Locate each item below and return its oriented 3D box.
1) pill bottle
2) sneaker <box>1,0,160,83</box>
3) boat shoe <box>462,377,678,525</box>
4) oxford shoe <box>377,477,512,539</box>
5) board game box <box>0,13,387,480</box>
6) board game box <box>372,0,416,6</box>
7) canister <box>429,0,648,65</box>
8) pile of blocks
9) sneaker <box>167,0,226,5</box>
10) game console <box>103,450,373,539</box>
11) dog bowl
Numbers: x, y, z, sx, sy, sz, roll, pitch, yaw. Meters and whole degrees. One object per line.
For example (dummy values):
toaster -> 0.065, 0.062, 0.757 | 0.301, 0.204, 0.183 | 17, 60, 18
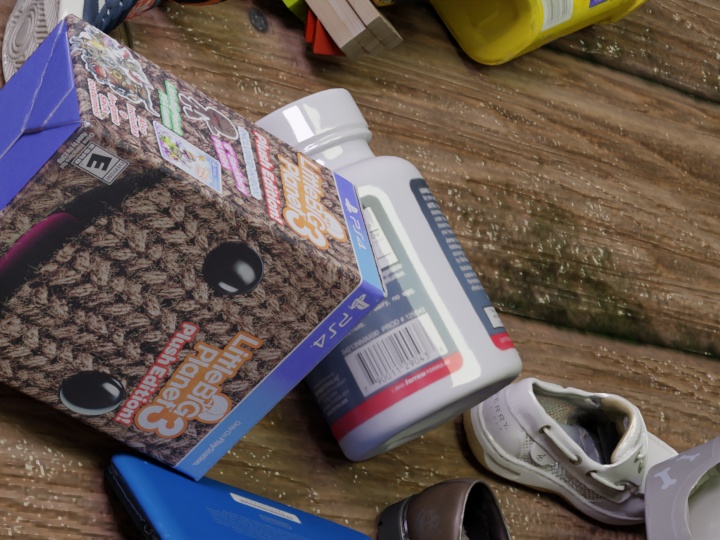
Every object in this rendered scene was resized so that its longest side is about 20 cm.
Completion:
pill bottle -> 0.000, 0.000, 1.475 | 0.120, 0.120, 0.200 | -16, 75, -53
sneaker -> -0.154, -0.159, 1.455 | 0.084, 0.075, 0.200 | 27, 44, -28
boat shoe -> 0.156, 0.114, 1.611 | 0.200, 0.069, 0.071 | 18, 47, -43
oxford shoe -> 0.076, 0.213, 1.430 | 0.073, 0.084, 0.200 | 0, 65, -52
board game box -> -0.117, -0.008, 1.293 | 0.200, 0.159, 0.097 | 29, 28, -32
board game box -> 0.031, -0.274, 1.680 | 0.165, 0.057, 0.200 | -15, 59, -38
canister -> 0.126, -0.239, 1.839 | 0.200, 0.087, 0.149 | -28, 84, -53
pile of blocks -> -0.057, -0.211, 1.633 | 0.200, 0.062, 0.082 | 52, 6, -4
sneaker -> -0.109, -0.263, 1.545 | 0.078, 0.112, 0.200 | 13, 79, -42
game console -> -0.057, 0.208, 1.333 | 0.200, 0.118, 0.171 | 24, 15, -37
dog bowl -> 0.230, 0.204, 1.578 | 0.200, 0.059, 0.200 | -14, 90, -75
